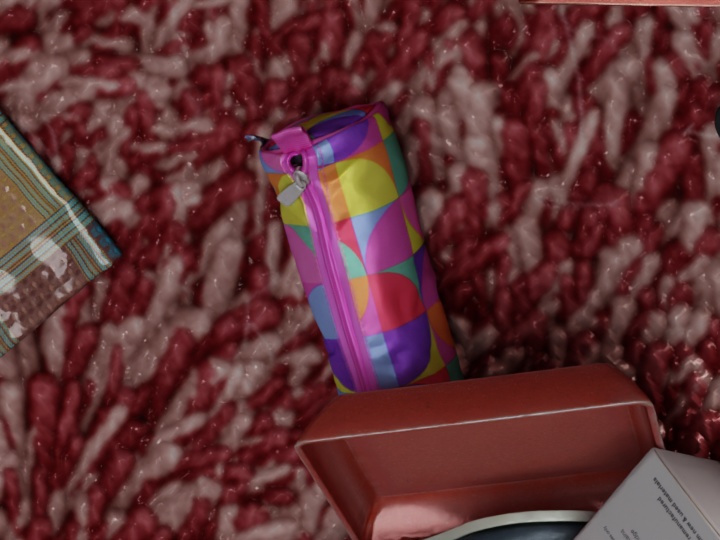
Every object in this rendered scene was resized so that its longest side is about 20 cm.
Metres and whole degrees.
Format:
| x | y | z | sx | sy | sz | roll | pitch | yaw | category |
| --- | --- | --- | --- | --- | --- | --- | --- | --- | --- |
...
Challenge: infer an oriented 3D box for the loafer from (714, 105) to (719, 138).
| x | y | z | sx | sy | sz | roll | pitch | yaw | category |
| --- | --- | --- | --- | --- | --- | --- | --- | --- | --- |
| 0.285 | -0.041 | 1.586 | 0.201 | 0.068 | 0.070 | 45 | 101 | 14 | loafer |

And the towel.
| x | y | z | sx | sy | sz | roll | pitch | yaw | category |
| --- | --- | --- | --- | --- | --- | --- | --- | --- | --- |
| -0.260 | -0.042 | 1.738 | 0.147 | 0.022 | 0.200 | -39 | 96 | 20 | towel |

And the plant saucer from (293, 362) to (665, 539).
| x | y | z | sx | sy | sz | roll | pitch | yaw | category |
| --- | --- | --- | --- | --- | --- | --- | --- | --- | --- |
| 0.076 | 0.104 | 1.640 | 0.199 | 0.200 | 0.037 | -7 | 67 | 8 | plant saucer |

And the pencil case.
| x | y | z | sx | sy | sz | roll | pitch | yaw | category |
| --- | --- | --- | --- | --- | --- | --- | --- | --- | --- |
| 0.000 | 0.000 | 1.665 | 0.088 | 0.088 | 0.201 | -15 | 104 | 16 | pencil case |

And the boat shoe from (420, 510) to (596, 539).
| x | y | z | sx | sy | sz | roll | pitch | yaw | category |
| --- | --- | --- | --- | --- | --- | --- | --- | --- | --- |
| 0.056 | 0.187 | 1.700 | 0.199 | 0.075 | 0.062 | -16 | 67 | 22 | boat shoe |

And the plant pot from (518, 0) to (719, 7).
| x | y | z | sx | sy | sz | roll | pitch | yaw | category |
| --- | --- | --- | --- | --- | --- | --- | --- | --- | --- |
| 0.194 | -0.228 | 1.504 | 0.199 | 0.200 | 0.177 | 1 | 97 | 11 | plant pot |

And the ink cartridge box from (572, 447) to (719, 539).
| x | y | z | sx | sy | sz | roll | pitch | yaw | category |
| --- | --- | --- | --- | --- | --- | --- | --- | --- | --- |
| 0.168 | 0.208 | 1.653 | 0.200 | 0.146 | 0.084 | -52 | 53 | 21 | ink cartridge box |
